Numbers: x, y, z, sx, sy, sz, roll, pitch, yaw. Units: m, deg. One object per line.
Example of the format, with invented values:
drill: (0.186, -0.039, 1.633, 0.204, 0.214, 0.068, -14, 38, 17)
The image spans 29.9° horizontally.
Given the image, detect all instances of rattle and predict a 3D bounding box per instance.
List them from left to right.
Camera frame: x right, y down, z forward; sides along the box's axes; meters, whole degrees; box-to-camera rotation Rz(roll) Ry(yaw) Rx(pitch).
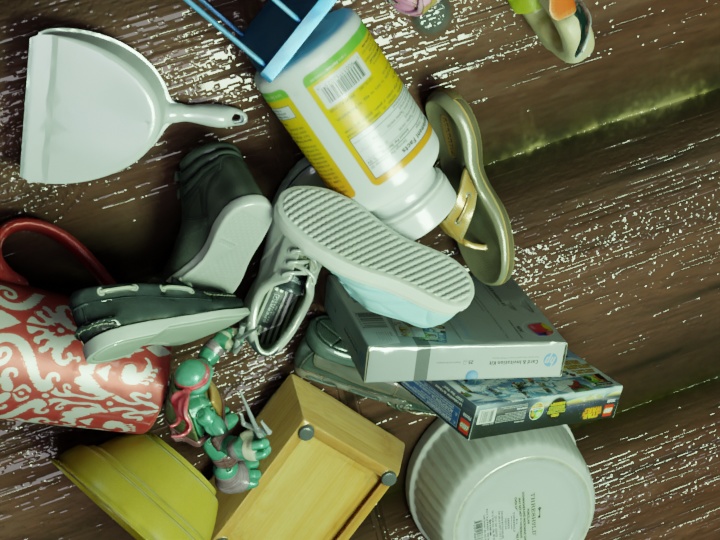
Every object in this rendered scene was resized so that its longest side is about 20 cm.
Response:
rattle: (0.205, -0.258, 1.185, 0.141, 0.200, 0.132, -19, 94, -3)

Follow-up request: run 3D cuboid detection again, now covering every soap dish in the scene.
soap dish: (-0.066, 0.227, 1.380, 0.157, 0.081, 0.201, 34, 98, -26)

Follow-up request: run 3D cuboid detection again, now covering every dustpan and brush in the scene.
dustpan and brush: (-0.197, -0.141, 1.206, 0.198, 0.057, 0.141, 6, 112, -12)

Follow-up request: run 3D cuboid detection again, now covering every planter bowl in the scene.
planter bowl: (-0.197, 0.214, 1.289, 0.084, 0.200, 0.201, -49, 119, -17)

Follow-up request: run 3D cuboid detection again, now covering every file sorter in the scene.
file sorter: (-0.068, -0.286, 1.132, 0.122, 0.139, 0.200, 37, 98, -23)

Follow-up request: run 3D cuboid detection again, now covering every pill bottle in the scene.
pill bottle: (0.002, -0.125, 1.222, 0.111, 0.111, 0.201, -35, 111, 0)

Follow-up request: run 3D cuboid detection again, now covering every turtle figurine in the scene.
turtle figurine: (-0.135, 0.123, 1.253, 0.099, 0.151, 0.201, -7, 147, -5)

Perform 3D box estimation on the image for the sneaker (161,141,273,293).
sneaker: (-0.147, -0.039, 1.255, 0.070, 0.100, 0.200, 0, 144, -35)

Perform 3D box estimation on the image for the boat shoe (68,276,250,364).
boat shoe: (-0.174, 0.033, 1.193, 0.075, 0.199, 0.061, -30, 79, 28)

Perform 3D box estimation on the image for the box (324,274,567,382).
box: (0.078, 0.052, 1.308, 0.198, 0.156, 0.042, -2, 116, -17)

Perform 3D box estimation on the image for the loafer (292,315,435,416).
loafer: (0.026, 0.106, 1.374, 0.198, 0.072, 0.063, 23, 124, -17)

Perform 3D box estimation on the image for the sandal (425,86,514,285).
sandal: (0.092, -0.075, 1.297, 0.054, 0.080, 0.202, -29, 114, -27)

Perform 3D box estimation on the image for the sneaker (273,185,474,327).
sneaker: (0.000, 0.000, 1.212, 0.199, 0.074, 0.082, 30, 137, -12)

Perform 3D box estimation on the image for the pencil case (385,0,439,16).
pencil case: (0.093, -0.311, 1.178, 0.200, 0.083, 0.087, -40, 123, -12)

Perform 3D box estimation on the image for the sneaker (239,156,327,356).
sneaker: (-0.059, -0.010, 1.286, 0.072, 0.071, 0.202, 13, 106, -21)

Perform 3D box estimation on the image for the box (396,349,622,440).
box: (0.141, 0.108, 1.328, 0.198, 0.137, 0.040, -3, 116, -37)

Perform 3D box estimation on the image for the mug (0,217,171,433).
mug: (-0.275, 0.062, 1.221, 0.198, 0.134, 0.179, 14, 110, -25)

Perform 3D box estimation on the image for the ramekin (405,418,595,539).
ramekin: (0.156, 0.242, 1.441, 0.198, 0.105, 0.202, -6, 115, -14)
